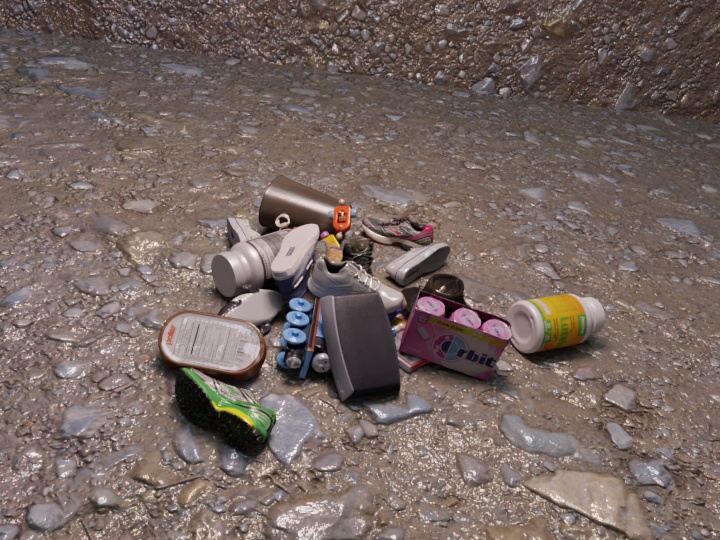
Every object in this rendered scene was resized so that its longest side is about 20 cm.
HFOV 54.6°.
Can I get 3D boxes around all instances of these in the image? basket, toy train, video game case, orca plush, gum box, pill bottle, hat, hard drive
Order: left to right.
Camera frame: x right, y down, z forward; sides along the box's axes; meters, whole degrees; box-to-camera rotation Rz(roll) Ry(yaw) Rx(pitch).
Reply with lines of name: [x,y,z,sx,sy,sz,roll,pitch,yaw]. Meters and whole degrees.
orca plush: [-0.241,0.099,1.412,0.105,0.071,0.200,54,44,-11]
pill bottle: [-0.219,-0.015,1.533,0.199,0.116,0.116,-20,41,-41]
basket: [-0.132,-0.146,1.774,0.199,0.137,0.180,20,19,8]
toy train: [-0.095,0.126,1.360,0.114,0.087,0.200,13,29,-6]
toy train: [-0.102,-0.087,1.679,0.199,0.056,0.151,-7,65,9]
hard drive: [0.004,0.135,1.307,0.134,0.042,0.201,-4,69,-24]
video game case: [0.119,0.138,1.467,0.199,0.018,0.143,-19,40,-40]
hat: [0.185,0.053,1.538,0.199,0.081,0.201,16,20,-6]
gum box: [0.189,0.130,1.377,0.199,0.114,0.066,19,36,0]
pill bottle: [0.427,0.110,1.511,0.199,0.112,0.111,-7,33,-26]

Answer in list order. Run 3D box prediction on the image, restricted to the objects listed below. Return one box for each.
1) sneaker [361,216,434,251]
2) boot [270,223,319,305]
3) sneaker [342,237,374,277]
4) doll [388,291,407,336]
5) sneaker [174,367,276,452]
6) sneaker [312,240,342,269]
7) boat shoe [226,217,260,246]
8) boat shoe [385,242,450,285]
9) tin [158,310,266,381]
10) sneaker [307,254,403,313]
sneaker: [0.099,-0.108,1.829,0.199,0.075,0.081,17,30,13]
boot: [-0.133,-0.015,1.490,0.072,0.091,0.200,1,34,21]
sneaker: [0.000,0.000,1.577,0.076,0.115,0.200,-2,33,-16]
doll: [0.030,0.110,1.415,0.136,0.049,0.200,5,33,27]
sneaker: [-0.230,0.225,1.171,0.199,0.078,0.085,31,28,18]
sneaker: [-0.078,0.014,1.546,0.075,0.089,0.201,5,37,-11]
boat shoe: [-0.270,-0.073,1.671,0.069,0.071,0.200,-5,26,-19]
boat shoe: [0.140,-0.031,1.707,0.067,0.074,0.199,32,37,30]
tin: [-0.271,0.135,1.281,0.199,0.042,0.113,10,61,1]
sneaker: [-0.008,0.031,1.401,0.199,0.087,0.075,16,38,3]
